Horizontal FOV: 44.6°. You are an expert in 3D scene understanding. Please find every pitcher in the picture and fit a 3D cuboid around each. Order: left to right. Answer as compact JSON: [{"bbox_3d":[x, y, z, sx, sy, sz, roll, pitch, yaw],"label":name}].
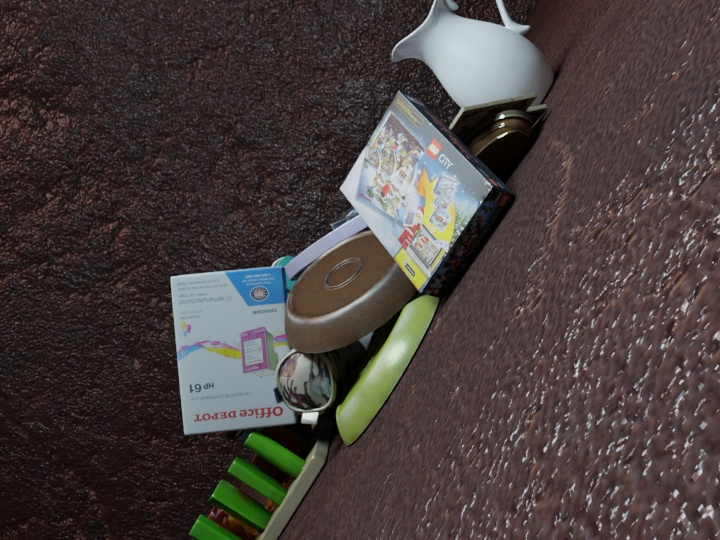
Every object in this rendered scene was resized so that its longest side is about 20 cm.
[{"bbox_3d":[0.166,-0.297,1.159,0.172,0.199,0.121,-56,2,18],"label":"pitcher"}]

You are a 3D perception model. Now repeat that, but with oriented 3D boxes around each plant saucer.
[{"bbox_3d":[-0.013,0.013,1.030,0.199,0.035,0.201,-28,27,16],"label":"plant saucer"},{"bbox_3d":[0.024,0.102,0.992,0.201,0.031,0.200,-58,2,3],"label":"plant saucer"}]

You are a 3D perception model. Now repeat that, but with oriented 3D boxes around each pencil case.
[{"bbox_3d":[-0.043,0.129,1.099,0.200,0.077,0.091,-7,-74,-76],"label":"pencil case"}]

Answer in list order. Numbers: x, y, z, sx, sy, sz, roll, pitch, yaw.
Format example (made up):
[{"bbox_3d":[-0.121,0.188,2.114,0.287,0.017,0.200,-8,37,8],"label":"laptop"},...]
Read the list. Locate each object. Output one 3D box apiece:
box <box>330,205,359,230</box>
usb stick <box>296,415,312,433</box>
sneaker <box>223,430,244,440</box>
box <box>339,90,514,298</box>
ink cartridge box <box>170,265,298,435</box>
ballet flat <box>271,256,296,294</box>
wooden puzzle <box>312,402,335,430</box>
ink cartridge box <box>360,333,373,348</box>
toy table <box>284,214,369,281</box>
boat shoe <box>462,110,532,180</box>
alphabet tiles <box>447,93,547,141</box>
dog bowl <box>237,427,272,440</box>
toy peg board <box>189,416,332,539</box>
[{"bbox_3d":[0.077,-0.118,1.321,0.199,0.050,0.199,-24,13,28],"label":"box"},{"bbox_3d":[-0.101,0.175,1.353,0.055,0.032,0.202,129,134,-65],"label":"usb stick"},{"bbox_3d":[-0.171,0.129,1.199,0.074,0.078,0.203,-179,95,-78],"label":"sneaker"},{"bbox_3d":[0.065,-0.086,0.961,0.137,0.037,0.200,-56,45,22],"label":"box"},{"bbox_3d":[-0.159,0.101,1.123,0.085,0.143,0.202,-169,73,-85],"label":"ink cartridge box"},{"bbox_3d":[-0.112,0.049,1.264,0.070,0.069,0.201,-57,20,23],"label":"ballet flat"},{"bbox_3d":[-0.117,0.191,1.447,0.200,0.037,0.186,-55,47,45],"label":"wooden puzzle"},{"bbox_3d":[-0.008,0.077,1.468,0.116,0.067,0.202,126,167,-73],"label":"ink cartridge box"},{"bbox_3d":[0.000,0.000,1.202,0.183,0.118,0.200,-25,-8,-47],"label":"toy table"},{"bbox_3d":[0.139,-0.110,1.043,0.200,0.071,0.069,135,141,-52],"label":"boat shoe"},{"bbox_3d":[0.130,-0.151,1.067,0.166,0.008,0.200,-15,-18,-22],"label":"alphabet tiles"},{"bbox_3d":[-0.119,0.162,1.269,0.201,0.049,0.111,-57,21,4],"label":"dog bowl"},{"bbox_3d":[-0.132,0.282,1.168,0.201,0.097,0.199,-57,2,4],"label":"toy peg board"}]
